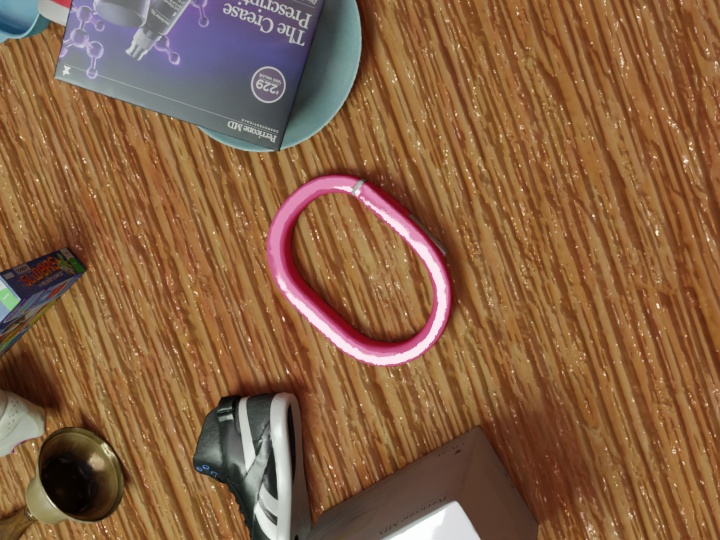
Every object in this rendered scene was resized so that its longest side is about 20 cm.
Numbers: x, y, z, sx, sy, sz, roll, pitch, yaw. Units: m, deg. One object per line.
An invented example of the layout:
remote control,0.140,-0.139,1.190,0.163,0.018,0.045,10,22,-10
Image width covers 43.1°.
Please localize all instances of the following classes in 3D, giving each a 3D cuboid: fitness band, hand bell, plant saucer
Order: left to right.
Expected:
hand bell,-0.354,0.262,0.981,0.199,0.104,0.105,-38,89,28
plant saucer,-0.091,-0.216,0.861,0.197,0.039,0.205,2,99,13
fitness band,0.000,0.000,0.874,0.200,0.037,0.144,42,105,5

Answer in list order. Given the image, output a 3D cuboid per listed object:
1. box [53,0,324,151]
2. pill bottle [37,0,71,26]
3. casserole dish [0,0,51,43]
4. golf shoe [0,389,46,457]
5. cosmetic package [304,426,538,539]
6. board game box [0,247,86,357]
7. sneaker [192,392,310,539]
box,-0.144,-0.203,0.782,0.196,0.079,0.143,16,105,-13
pill bottle,-0.218,-0.316,0.836,0.109,0.111,0.203,22,102,8
casserole dish,-0.327,-0.320,0.886,0.120,0.039,0.203,25,104,22
golf shoe,-0.412,0.183,0.974,0.198,0.091,0.077,-27,55,36
cosmetic package,0.045,0.264,0.820,0.198,0.200,0.124,-32,91,14
board game box,-0.378,0.065,0.916,0.199,0.135,0.035,-42,93,14
sneaker,-0.113,0.225,0.921,0.110,0.073,0.205,-2,90,16
